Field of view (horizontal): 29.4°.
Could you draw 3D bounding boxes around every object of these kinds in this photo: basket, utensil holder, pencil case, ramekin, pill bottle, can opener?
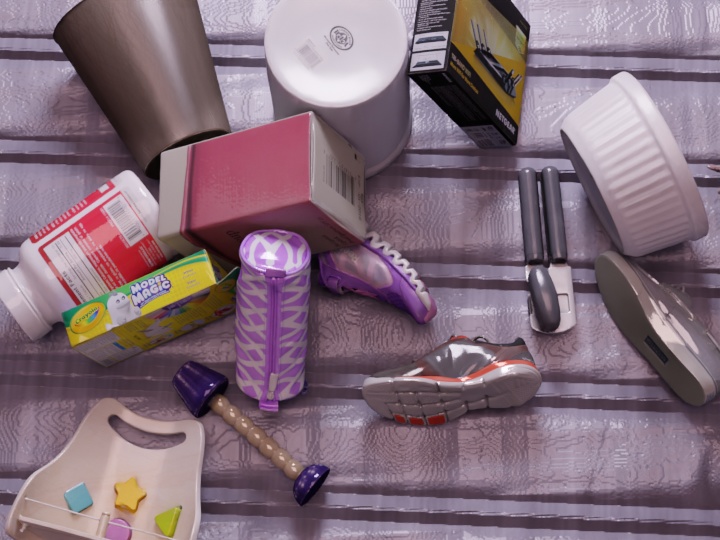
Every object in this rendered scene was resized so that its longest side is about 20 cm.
[{"bbox_3d":[-0.237,-0.221,1.597,0.179,0.136,0.202,-25,78,-4],"label":"basket"},{"bbox_3d":[-0.022,-0.215,1.550,0.167,0.200,0.172,0,72,1],"label":"utensil holder"},{"bbox_3d":[-0.096,0.054,1.475,0.083,0.202,0.086,6,36,4],"label":"pencil case"},{"bbox_3d":[0.296,-0.109,1.518,0.093,0.202,0.204,-27,74,5],"label":"ramekin"},{"bbox_3d":[-0.309,-0.012,1.541,0.199,0.112,0.113,-36,75,-9],"label":"pill bottle"},{"bbox_3d":[0.212,-0.027,1.555,0.053,0.067,0.203,-3,73,0],"label":"can opener"}]

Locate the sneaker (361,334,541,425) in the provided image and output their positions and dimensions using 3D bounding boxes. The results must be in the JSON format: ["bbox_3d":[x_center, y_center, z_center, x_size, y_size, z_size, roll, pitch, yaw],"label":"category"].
[{"bbox_3d":[0.099,0.115,1.526,0.197,0.078,0.083,-5,46,-1],"label":"sneaker"}]

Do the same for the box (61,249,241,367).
[{"bbox_3d":[-0.215,0.038,1.508,0.198,0.117,0.049,-22,73,2],"label":"box"}]

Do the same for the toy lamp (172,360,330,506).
[{"bbox_3d":[-0.124,0.174,1.508,0.199,0.058,0.058,37,77,12],"label":"toy lamp"}]

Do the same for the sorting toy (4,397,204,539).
[{"bbox_3d":[-0.250,0.232,1.478,0.197,0.107,0.182,14,66,6],"label":"sorting toy"}]

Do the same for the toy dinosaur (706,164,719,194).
[{"bbox_3d":[0.473,-0.066,1.519,0.086,0.199,0.136,-43,34,13],"label":"toy dinosaur"}]

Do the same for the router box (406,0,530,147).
[{"bbox_3d":[0.127,-0.252,1.559,0.052,0.200,0.159,-1,71,29],"label":"router box"}]

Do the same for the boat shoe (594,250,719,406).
[{"bbox_3d":[0.341,0.055,1.533,0.071,0.070,0.202,-28,73,-25],"label":"boat shoe"}]

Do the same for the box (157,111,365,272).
[{"bbox_3d":[-0.107,-0.080,1.507,0.198,0.128,0.110,-12,65,26],"label":"box"}]

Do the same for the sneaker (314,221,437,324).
[{"bbox_3d":[0.000,0.000,1.552,0.088,0.081,0.200,-45,71,-6],"label":"sneaker"}]
